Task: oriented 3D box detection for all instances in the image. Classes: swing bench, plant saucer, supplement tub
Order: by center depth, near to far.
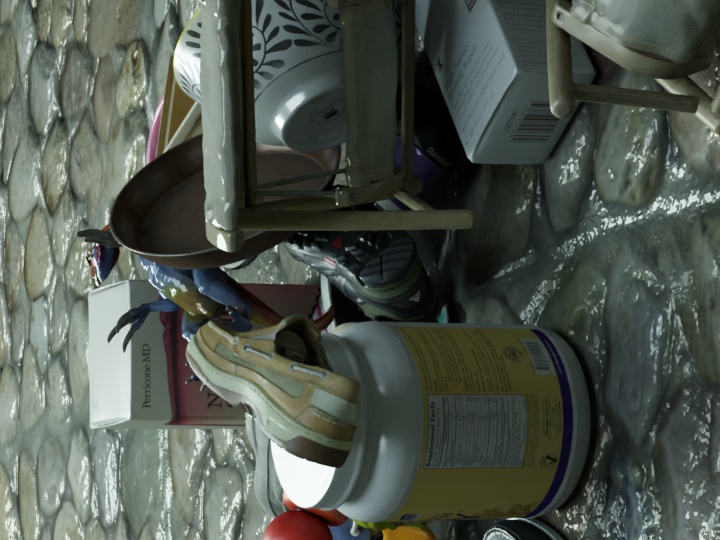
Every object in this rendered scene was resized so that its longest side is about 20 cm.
[{"bbox_3d":[0.181,-0.227,1.356,0.200,0.130,0.199,-112,34,-49],"label":"swing bench"},{"bbox_3d":[0.049,0.109,1.531,0.145,0.200,0.145,-178,90,-64],"label":"supplement tub"},{"bbox_3d":[-0.029,-0.131,1.546,0.130,0.200,0.199,-142,49,-66],"label":"swing bench"},{"bbox_3d":[-0.107,-0.059,1.729,0.200,0.200,0.034,46,159,56],"label":"plant saucer"}]

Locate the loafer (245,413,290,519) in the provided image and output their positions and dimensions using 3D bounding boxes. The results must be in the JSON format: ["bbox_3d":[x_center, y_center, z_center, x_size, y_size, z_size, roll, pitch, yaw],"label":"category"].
[{"bbox_3d":[-0.053,0.174,1.839,0.070,0.070,0.200,33,156,28],"label":"loafer"}]

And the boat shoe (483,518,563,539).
[{"bbox_3d":[0.128,0.244,1.520,0.200,0.060,0.076,47,130,55],"label":"boat shoe"}]

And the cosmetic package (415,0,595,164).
[{"bbox_3d":[0.099,-0.186,1.593,0.102,0.074,0.200,-63,37,43],"label":"cosmetic package"}]

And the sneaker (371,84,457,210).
[{"bbox_3d":[0.034,-0.121,1.751,0.088,0.076,0.200,-44,34,16],"label":"sneaker"}]

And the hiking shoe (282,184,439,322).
[{"bbox_3d":[0.000,0.000,1.699,0.101,0.076,0.200,59,170,-29],"label":"hiking shoe"}]

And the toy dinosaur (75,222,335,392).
[{"bbox_3d":[-0.154,0.018,1.793,0.182,0.200,0.105,58,137,45],"label":"toy dinosaur"}]

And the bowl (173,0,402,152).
[{"bbox_3d":[-0.038,-0.157,1.674,0.094,0.201,0.201,64,144,26],"label":"bowl"}]

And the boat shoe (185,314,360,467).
[{"bbox_3d":[-0.053,0.065,1.455,0.200,0.072,0.076,32,102,52],"label":"boat shoe"}]

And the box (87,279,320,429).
[{"bbox_3d":[-0.136,0.078,1.912,0.109,0.200,0.128,-16,75,62],"label":"box"}]

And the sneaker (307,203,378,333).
[{"bbox_3d":[-0.026,0.039,1.832,0.121,0.084,0.200,-3,87,54],"label":"sneaker"}]

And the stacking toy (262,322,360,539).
[{"bbox_3d":[-0.018,0.143,1.614,0.085,0.085,0.200,-19,44,62],"label":"stacking toy"}]

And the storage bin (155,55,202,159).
[{"bbox_3d":[-0.091,-0.199,1.873,0.200,0.094,0.199,-54,22,33],"label":"storage bin"}]

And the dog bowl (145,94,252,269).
[{"bbox_3d":[-0.154,-0.102,2.105,0.200,0.074,0.200,-5,85,63],"label":"dog bowl"}]

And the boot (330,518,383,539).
[{"bbox_3d":[-0.010,0.175,1.743,0.090,0.073,0.200,40,156,42],"label":"boot"}]

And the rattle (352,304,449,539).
[{"bbox_3d":[0.054,0.140,1.716,0.130,0.143,0.200,-27,42,25],"label":"rattle"}]
